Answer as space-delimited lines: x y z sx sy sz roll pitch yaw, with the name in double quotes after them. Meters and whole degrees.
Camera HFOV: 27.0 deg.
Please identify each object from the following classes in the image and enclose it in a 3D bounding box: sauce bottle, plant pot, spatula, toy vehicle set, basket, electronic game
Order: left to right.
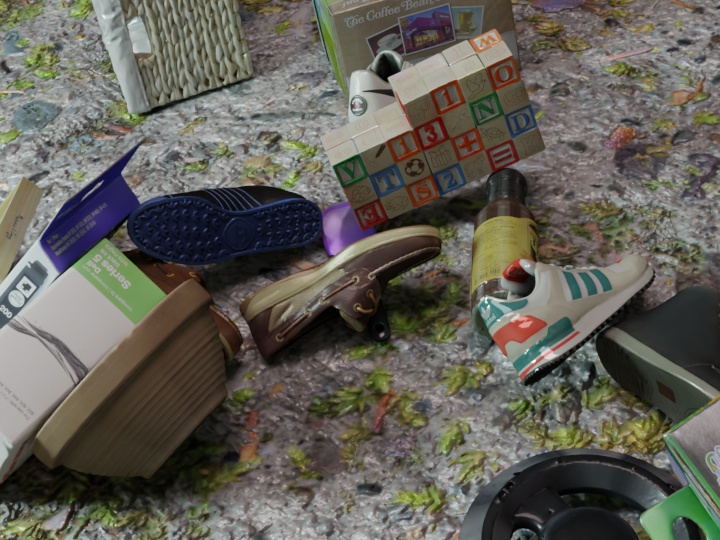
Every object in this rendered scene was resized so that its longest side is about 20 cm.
-0.371 0.000 1.456 0.124 0.026 0.200 -47 19 22 "toy vehicle set"
-0.179 0.110 1.272 0.093 0.201 0.201 43 56 2 "plant pot"
-0.236 -0.325 1.761 0.160 0.199 0.200 -16 39 -8 "basket"
0.000 0.000 1.445 0.056 0.021 0.201 -13 40 -3 "spatula"
0.136 -0.022 1.400 0.064 0.065 0.201 -4 41 10 "sauce bottle"
0.172 0.215 1.125 0.198 0.042 0.201 -3 45 3 "electronic game"

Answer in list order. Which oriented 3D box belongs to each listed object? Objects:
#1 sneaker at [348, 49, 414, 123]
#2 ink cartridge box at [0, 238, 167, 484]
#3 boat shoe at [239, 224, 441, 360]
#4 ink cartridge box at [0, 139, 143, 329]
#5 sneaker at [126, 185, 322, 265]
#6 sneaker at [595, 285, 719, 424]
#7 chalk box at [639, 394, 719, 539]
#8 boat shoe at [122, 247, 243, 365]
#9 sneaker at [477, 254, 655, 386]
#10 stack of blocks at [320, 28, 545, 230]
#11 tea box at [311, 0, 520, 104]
0.049 -0.188 1.561 0.074 0.089 0.200 -1 11 27 "sneaker"
-0.276 0.086 1.311 0.084 0.146 0.200 43 56 2 "ink cartridge box"
-0.010 0.024 1.376 0.199 0.072 0.072 -23 74 1 "boat shoe"
-0.277 -0.014 1.387 0.200 0.043 0.198 -48 5 25 "ink cartridge box"
-0.140 -0.047 1.477 0.199 0.071 0.078 -2 11 -25 "sneaker"
0.294 0.077 1.227 0.106 0.075 0.200 -32 42 -17 "sneaker"
0.297 0.147 1.065 0.199 0.124 0.125 -35 66 3 "chalk box"
-0.175 0.025 1.423 0.067 0.072 0.200 -38 43 -25 "boat shoe"
0.177 0.016 1.292 0.094 0.070 0.199 49 49 7 "sneaker"
0.066 -0.135 1.451 0.199 0.116 0.059 -25 36 3 "stack of blocks"
0.053 -0.299 1.693 0.199 0.134 0.197 -16 35 -3 "tea box"
